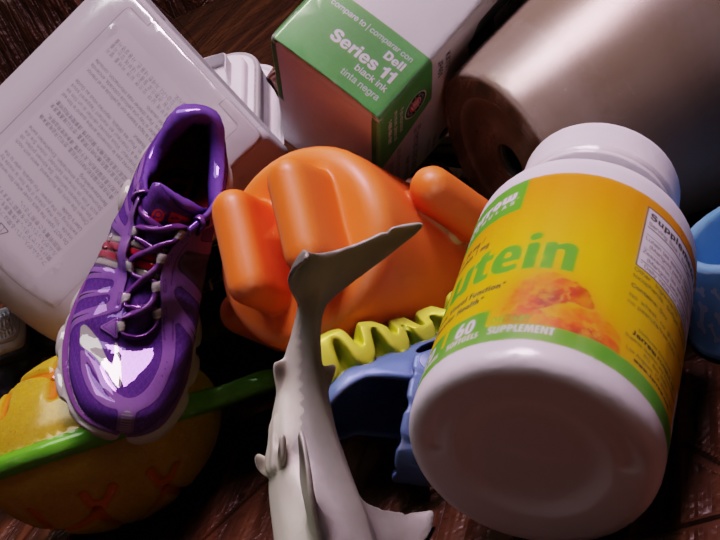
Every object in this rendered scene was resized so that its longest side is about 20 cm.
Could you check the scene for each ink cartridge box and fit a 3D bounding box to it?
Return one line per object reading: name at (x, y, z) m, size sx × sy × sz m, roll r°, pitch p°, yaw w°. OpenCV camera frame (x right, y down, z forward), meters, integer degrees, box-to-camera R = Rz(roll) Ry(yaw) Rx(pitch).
ink cartridge box at (0.044, -0.154, 0.883) m, size 0.200 × 0.083 × 0.147 m, roll -49°, pitch -13°, yaw -13°

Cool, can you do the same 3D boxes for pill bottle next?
pill bottle at (0.098, 0.018, 0.691) m, size 0.111 × 0.111 × 0.200 m, roll -16°, pitch 31°, yaw 30°

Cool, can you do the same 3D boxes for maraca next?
maraca at (-0.133, 0.092, 0.873) m, size 0.199 × 0.107 × 0.137 m, roll -17°, pitch -2°, yaw -23°

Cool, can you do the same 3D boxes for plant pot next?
plant pot at (0.151, -0.100, 0.845) m, size 0.173 × 0.200 × 0.200 m, roll -32°, pitch 19°, yaw -18°

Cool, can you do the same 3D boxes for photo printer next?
photo printer at (-0.169, -0.063, 0.935) m, size 0.200 × 0.166 × 0.069 m, roll -45°, pitch -15°, yaw 4°

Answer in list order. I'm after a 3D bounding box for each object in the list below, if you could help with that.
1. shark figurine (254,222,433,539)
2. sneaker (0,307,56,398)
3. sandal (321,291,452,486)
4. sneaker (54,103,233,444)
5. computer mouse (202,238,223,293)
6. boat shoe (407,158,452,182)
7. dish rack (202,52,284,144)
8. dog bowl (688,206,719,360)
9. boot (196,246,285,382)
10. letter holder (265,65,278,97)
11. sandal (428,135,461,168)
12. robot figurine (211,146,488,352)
shark figurine at (-0.003, 0.093, 0.698) m, size 0.089 × 0.215 × 0.128 m, roll 6°, pitch -27°, yaw -21°
sneaker at (-0.207, 0.069, 1.030) m, size 0.075 × 0.114 × 0.200 m, roll -20°, pitch 7°, yaw 35°
sandal at (0.062, 0.054, 0.781) m, size 0.200 × 0.080 × 0.087 m, roll -26°, pitch 54°, yaw -20°
sneaker at (-0.117, -0.005, 0.808) m, size 0.083 × 0.080 × 0.201 m, roll 114°, pitch 166°, yaw -65°
computer mouse at (-0.117, 0.041, 0.927) m, size 0.200 × 0.059 × 0.034 m, roll -49°, pitch 39°, yaw 25°
boat shoe at (0.041, -0.055, 1.078) m, size 0.067 × 0.072 × 0.200 m, roll -31°, pitch 16°, yaw -9°
dish rack at (-0.153, -0.079, 1.021) m, size 0.199 × 0.044 × 0.172 m, roll -15°, pitch 48°, yaw 13°
dog bowl at (0.237, -0.004, 0.709) m, size 0.111 × 0.050 × 0.200 m, roll -37°, pitch 20°, yaw -29°
boot at (-0.082, -0.018, 1.014) m, size 0.200 × 0.076 × 0.169 m, roll -21°, pitch 57°, yaw 30°
letter holder at (0.026, -0.151, 1.084) m, size 0.142 × 0.101 × 0.200 m, roll -27°, pitch 15°, yaw 12°
sandal at (0.112, -0.115, 1.124) m, size 0.200 × 0.058 × 0.080 m, roll -9°, pitch -10°, yaw 30°
robot figurine at (0.002, 0.000, 0.839) m, size 0.116 × 0.200 × 0.144 m, roll 33°, pitch 95°, yaw 35°
